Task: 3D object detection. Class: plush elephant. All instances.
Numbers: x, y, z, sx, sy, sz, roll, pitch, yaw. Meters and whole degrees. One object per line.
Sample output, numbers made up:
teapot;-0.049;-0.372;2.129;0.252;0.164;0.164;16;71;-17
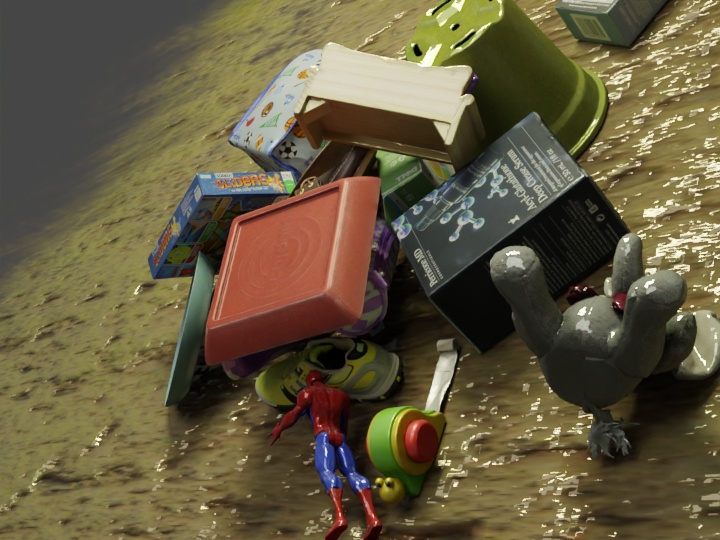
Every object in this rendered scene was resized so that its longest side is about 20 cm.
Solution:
plush elephant;0.228;0.043;1.003;0.164;0.200;0.155;4;32;33

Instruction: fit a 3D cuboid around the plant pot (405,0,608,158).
plant pot;0.154;-0.221;1.321;0.200;0.184;0.201;-27;38;23

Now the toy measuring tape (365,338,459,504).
toy measuring tape;0.051;0.138;1.147;0.073;0.074;0.200;-11;46;40

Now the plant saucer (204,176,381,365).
plant saucer;-0.080;-0.009;1.223;0.200;0.037;0.200;-18;44;29

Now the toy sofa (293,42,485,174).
toy sofa;0.036;-0.176;1.268;0.199;0.083;0.098;13;70;21

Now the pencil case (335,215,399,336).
pencil case;0.000;0.000;1.287;0.086;0.084;0.200;-48;11;19

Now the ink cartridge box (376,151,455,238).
ink cartridge box;0.072;-0.097;1.346;0.059;0.104;0.200;-31;36;20

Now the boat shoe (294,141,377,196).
boat shoe;-0.049;-0.074;1.358;0.200;0.070;0.070;-60;-4;20

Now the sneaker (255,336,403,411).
sneaker;-0.047;0.106;1.279;0.200;0.076;0.076;-16;45;37

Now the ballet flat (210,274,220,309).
ballet flat;-0.147;0.033;1.384;0.071;0.069;0.200;-76;3;-52

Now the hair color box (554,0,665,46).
hair color box;0.340;-0.369;1.395;0.200;0.061;0.099;-50;34;-9

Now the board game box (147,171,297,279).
board game box;-0.179;-0.056;1.474;0.200;0.135;0.035;-49;53;47

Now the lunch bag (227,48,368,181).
lunch bag;-0.064;-0.220;1.607;0.200;0.124;0.170;-56;32;-5

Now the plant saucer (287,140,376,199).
plant saucer;-0.028;-0.121;1.461;0.201;0.037;0.200;-50;-6;-7

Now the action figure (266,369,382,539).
action figure;-0.039;0.198;1.177;0.099;0.065;0.200;-56;35;39

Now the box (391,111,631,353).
box;0.154;-0.041;1.197;0.200;0.107;0.149;-39;35;10

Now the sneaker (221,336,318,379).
sneaker;-0.092;0.064;1.315;0.088;0.081;0.200;-8;11;26

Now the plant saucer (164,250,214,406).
plant saucer;-0.213;0.076;1.444;0.200;0.027;0.201;-167;90;-80
